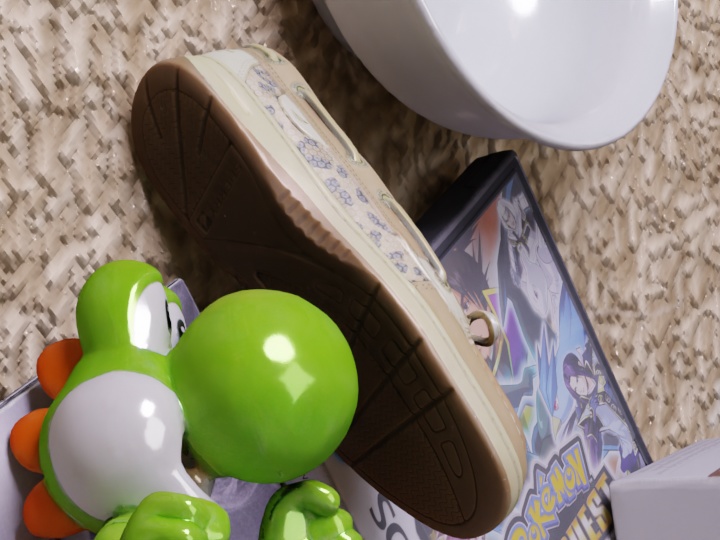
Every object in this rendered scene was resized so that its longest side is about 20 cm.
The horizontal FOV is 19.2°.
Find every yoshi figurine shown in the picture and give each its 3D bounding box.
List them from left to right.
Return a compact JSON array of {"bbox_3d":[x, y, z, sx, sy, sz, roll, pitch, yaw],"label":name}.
[{"bbox_3d":[-0.040,0.086,0.642,0.111,0.112,0.201,3,65,-24],"label":"yoshi figurine"}]

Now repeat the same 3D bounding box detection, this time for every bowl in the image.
[{"bbox_3d":[0.038,-0.137,0.861,0.201,0.090,0.202,18,65,-45],"label":"bowl"}]

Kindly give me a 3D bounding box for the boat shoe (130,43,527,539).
[{"bbox_3d":[0.000,0.000,0.744,0.063,0.073,0.200,-25,75,-43],"label":"boat shoe"}]

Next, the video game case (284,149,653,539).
[{"bbox_3d":[0.049,0.076,0.851,0.200,0.025,0.181,-47,117,-48],"label":"video game case"}]

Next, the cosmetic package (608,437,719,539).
[{"bbox_3d":[0.170,0.176,0.919,0.101,0.074,0.201,-13,94,-57],"label":"cosmetic package"}]

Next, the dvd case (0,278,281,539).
[{"bbox_3d":[-0.088,0.111,0.697,0.200,0.016,0.149,-39,109,-48],"label":"dvd case"}]
